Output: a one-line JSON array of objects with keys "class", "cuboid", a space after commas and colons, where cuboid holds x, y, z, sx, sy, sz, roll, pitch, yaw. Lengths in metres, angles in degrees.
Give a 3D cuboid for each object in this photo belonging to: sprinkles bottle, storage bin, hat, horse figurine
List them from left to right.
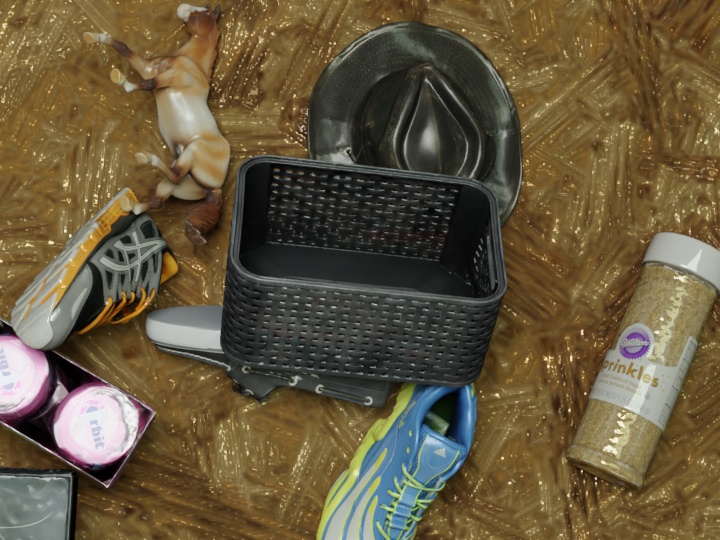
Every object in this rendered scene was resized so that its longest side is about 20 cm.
[{"class": "horse figurine", "cuboid": [-0.143, -0.112, 1.128, 0.050, 0.132, 0.201, -19, 83, 33]}, {"class": "storage bin", "cuboid": [0.000, 0.000, 1.084, 0.198, 0.094, 0.136, 7, 43, -7]}, {"class": "hat", "cuboid": [0.049, -0.109, 1.158, 0.199, 0.081, 0.202, 1, 82, -7]}, {"class": "sprinkles bottle", "cuboid": [0.231, 0.072, 1.165, 0.068, 0.068, 0.201, 25, 80, -4]}]

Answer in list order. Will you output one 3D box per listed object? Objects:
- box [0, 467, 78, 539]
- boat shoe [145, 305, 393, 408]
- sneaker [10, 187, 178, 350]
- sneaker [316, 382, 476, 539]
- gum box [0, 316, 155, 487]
[{"class": "box", "cuboid": [-0.306, 0.239, 1.036, 0.195, 0.124, 0.202, 4, 82, -9]}, {"class": "boat shoe", "cuboid": [-0.069, 0.072, 1.127, 0.198, 0.070, 0.067, 6, 103, -4]}, {"class": "sneaker", "cuboid": [-0.187, 0.007, 1.065, 0.078, 0.200, 0.077, -36, 103, 27]}, {"class": "sneaker", "cuboid": [0.028, 0.157, 1.105, 0.075, 0.105, 0.201, 27, 79, -3]}, {"class": "gum box", "cuboid": [-0.252, 0.082, 1.071, 0.199, 0.114, 0.066, 31, 79, -3]}]
